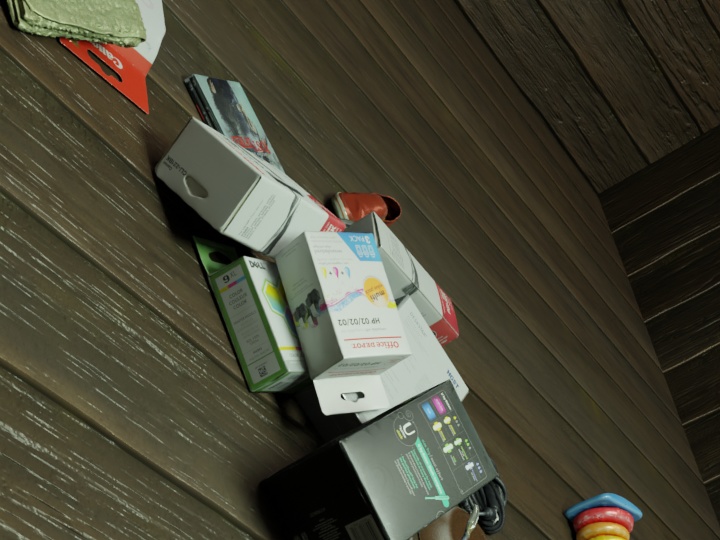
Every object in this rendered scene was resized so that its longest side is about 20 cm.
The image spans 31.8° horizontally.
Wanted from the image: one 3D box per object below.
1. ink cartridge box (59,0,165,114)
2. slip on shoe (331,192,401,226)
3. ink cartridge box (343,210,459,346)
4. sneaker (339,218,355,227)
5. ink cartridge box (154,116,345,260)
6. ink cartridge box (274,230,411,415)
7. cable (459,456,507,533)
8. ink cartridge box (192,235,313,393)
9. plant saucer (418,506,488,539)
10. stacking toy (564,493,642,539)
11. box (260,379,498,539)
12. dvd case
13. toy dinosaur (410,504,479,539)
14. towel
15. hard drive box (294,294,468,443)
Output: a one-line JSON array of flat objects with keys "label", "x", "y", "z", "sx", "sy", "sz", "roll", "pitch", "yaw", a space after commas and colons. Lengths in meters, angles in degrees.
[{"label": "ink cartridge box", "x": -0.301, "y": -0.313, "z": 1.539, "sx": 0.162, "sy": 0.057, "sz": 0.202, "roll": 39, "pitch": 24, "yaw": -46}, {"label": "slip on shoe", "x": 0.009, "y": -0.096, "z": 1.999, "sx": 0.199, "sy": 0.061, "sz": 0.075, "roll": 2, "pitch": 62, "yaw": -66}, {"label": "ink cartridge box", "x": 0.019, "y": 0.039, "z": 1.706, "sx": 0.200, "sy": 0.146, "sz": 0.084, "roll": 48, "pitch": 21, "yaw": -34}, {"label": "sneaker", "x": 0.000, "y": 0.000, "z": 1.824, "sx": 0.200, "sy": 0.073, "sz": 0.083, "roll": 43, "pitch": 27, "yaw": -39}, {"label": "ink cartridge box", "x": -0.131, "y": -0.086, "z": 1.522, "sx": 0.144, "sy": 0.084, "sz": 0.199, "roll": 40, "pitch": 7, "yaw": 32}, {"label": "ink cartridge box", "x": -0.014, "y": 0.059, "z": 1.477, "sx": 0.114, "sy": 0.068, "sz": 0.203, "roll": 0, "pitch": 65, "yaw": -43}, {"label": "cable", "x": 0.169, "y": 0.288, "z": 1.884, "sx": 0.163, "sy": 0.050, "sz": 0.202, "roll": 31, "pitch": 34, "yaw": -55}, {"label": "ink cartridge box", "x": -0.117, "y": 0.042, "z": 1.489, "sx": 0.103, "sy": 0.059, "sz": 0.202, "roll": 13, "pitch": 51, "yaw": -64}, {"label": "plant saucer", "x": 0.145, "y": 0.395, "z": 1.697, "sx": 0.201, "sy": 0.036, "sz": 0.202, "roll": 51, "pitch": 22, "yaw": -29}, {"label": "stacking toy", "x": 0.426, "y": 0.500, "z": 2.186, "sx": 0.115, "sy": 0.109, "sz": 0.202, "roll": 28, "pitch": 45, "yaw": -31}, {"label": "box", "x": 0.023, "y": 0.226, "z": 1.368, "sx": 0.199, "sy": 0.148, "sz": 0.126, "roll": -23, "pitch": 83, "yaw": -48}, {"label": "dvd case", "x": -0.160, "y": -0.174, "z": 1.739, "sx": 0.202, "sy": 0.022, "sz": 0.146, "roll": 64, "pitch": 19, "yaw": 7}, {"label": "toy dinosaur", "x": 0.073, "y": 0.372, "z": 1.532, "sx": 0.181, "sy": 0.103, "sz": 0.203, "roll": 40, "pitch": 60, "yaw": -57}, {"label": "towel", "x": -0.333, "y": -0.329, "z": 1.437, "sx": 0.199, "sy": 0.036, "sz": 0.151, "roll": -4, "pitch": 75, "yaw": -53}, {"label": "hard drive box", "x": 0.032, "y": 0.153, "z": 1.581, "sx": 0.157, "sy": 0.076, "sz": 0.200, "roll": 57, "pitch": 43, "yaw": -11}]
